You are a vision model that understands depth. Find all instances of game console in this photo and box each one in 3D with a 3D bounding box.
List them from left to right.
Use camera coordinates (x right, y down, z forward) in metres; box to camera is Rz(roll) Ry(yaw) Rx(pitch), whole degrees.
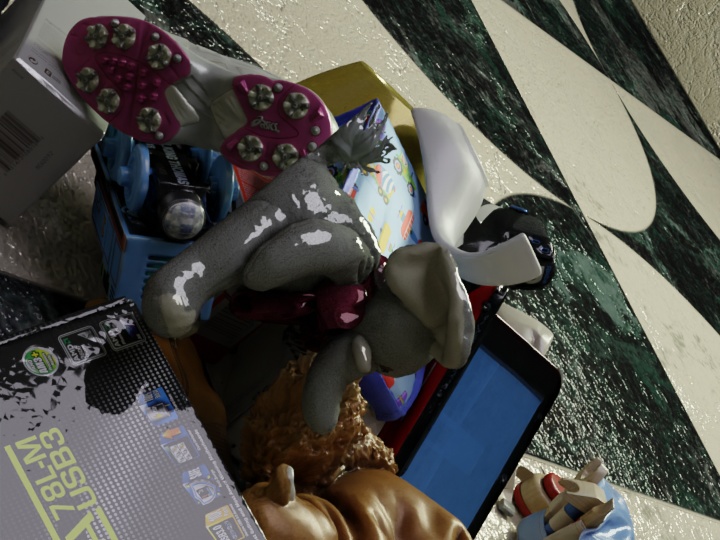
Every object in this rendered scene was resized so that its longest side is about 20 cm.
[{"bbox_3d":[0.082,0.127,1.245,0.118,0.201,0.172,32,-11,-3],"label":"game console"}]

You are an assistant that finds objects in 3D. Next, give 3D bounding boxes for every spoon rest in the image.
[{"bbox_3d":[0.073,-0.053,1.236,0.100,0.060,0.200,62,2,-36],"label":"spoon rest"}]

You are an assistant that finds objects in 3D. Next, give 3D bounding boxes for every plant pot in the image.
[{"bbox_3d":[-0.009,-0.087,1.371,0.200,0.142,0.200,44,7,-7],"label":"plant pot"}]

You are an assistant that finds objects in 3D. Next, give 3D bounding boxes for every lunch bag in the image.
[{"bbox_3d":[0.000,0.000,1.177,0.201,0.093,0.151,-85,152,-56],"label":"lunch bag"}]

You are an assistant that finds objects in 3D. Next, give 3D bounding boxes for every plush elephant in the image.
[{"bbox_3d":[-0.019,0.019,0.998,0.155,0.200,0.165,50,-12,-2],"label":"plush elephant"}]

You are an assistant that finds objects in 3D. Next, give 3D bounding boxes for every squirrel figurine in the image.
[{"bbox_3d":[-0.035,0.159,1.050,0.186,0.141,0.201,25,41,-47],"label":"squirrel figurine"}]

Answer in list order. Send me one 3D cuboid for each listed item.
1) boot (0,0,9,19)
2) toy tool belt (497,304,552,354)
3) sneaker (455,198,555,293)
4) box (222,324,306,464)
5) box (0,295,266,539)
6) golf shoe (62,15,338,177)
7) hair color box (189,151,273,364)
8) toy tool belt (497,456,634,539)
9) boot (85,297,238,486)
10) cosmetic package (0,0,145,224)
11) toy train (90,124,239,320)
[{"bbox_3d":[-0.325,-0.236,1.195,0.164,0.066,0.201,30,26,-19],"label":"boot"},{"bbox_3d":[0.071,0.086,1.420,0.123,0.125,0.200,38,43,1],"label":"toy tool belt"},{"bbox_3d":[0.102,0.000,1.356,0.111,0.074,0.200,14,37,9],"label":"sneaker"},{"bbox_3d":[-0.049,0.079,1.260,0.082,0.068,0.200,43,24,-18],"label":"box"},{"bbox_3d":[-0.164,0.130,0.896,0.192,0.048,0.201,-17,70,-41],"label":"box"},{"bbox_3d":[-0.104,-0.113,1.104,0.199,0.076,0.091,25,9,12],"label":"golf shoe"},{"bbox_3d":[-0.118,-0.044,1.255,0.064,0.111,0.201,28,32,-45],"label":"hair color box"},{"bbox_3d":[0.203,0.232,1.447,0.125,0.123,0.201,40,25,-26],"label":"toy tool belt"},{"bbox_3d":[-0.164,0.070,1.069,0.201,0.071,0.145,32,24,-46],"label":"boot"},{"bbox_3d":[-0.230,-0.138,1.184,0.085,0.107,0.201,41,26,-20],"label":"cosmetic package"},{"bbox_3d":[-0.145,-0.049,1.153,0.086,0.115,0.200,7,22,-21],"label":"toy train"}]
